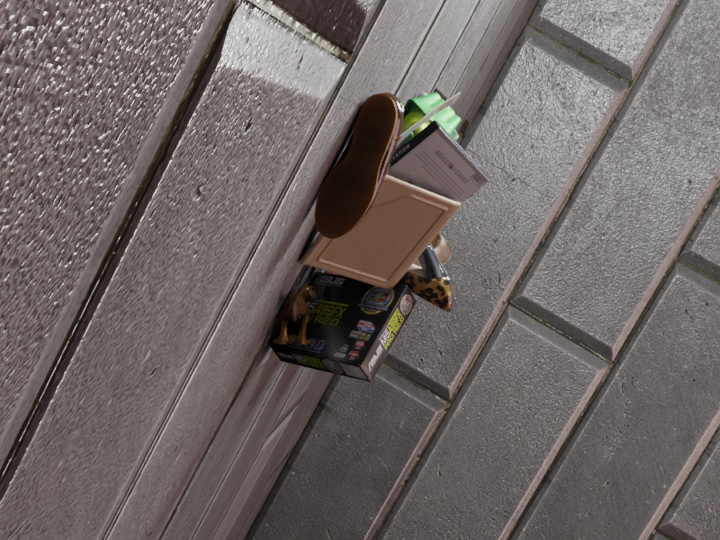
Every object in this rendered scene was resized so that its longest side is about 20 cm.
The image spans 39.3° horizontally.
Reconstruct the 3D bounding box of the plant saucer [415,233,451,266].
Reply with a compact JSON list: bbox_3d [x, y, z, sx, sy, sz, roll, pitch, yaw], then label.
[{"bbox_3d":[0.088,-0.056,2.057,0.200,0.197,0.033,-53,149,-57],"label":"plant saucer"}]

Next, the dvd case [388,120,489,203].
[{"bbox_3d":[0.075,-0.115,1.492,0.199,0.150,0.025,-38,-135,15],"label":"dvd case"}]

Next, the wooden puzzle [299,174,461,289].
[{"bbox_3d":[0.028,-0.060,1.488,0.198,0.037,0.186,13,127,-40],"label":"wooden puzzle"}]

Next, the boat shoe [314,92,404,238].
[{"bbox_3d":[0.005,-0.135,1.317,0.202,0.070,0.070,-62,171,13],"label":"boat shoe"}]

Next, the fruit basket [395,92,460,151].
[{"bbox_3d":[0.062,-0.176,1.555,0.200,0.094,0.185,-46,177,-33],"label":"fruit basket"}]

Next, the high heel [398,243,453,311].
[{"bbox_3d":[0.057,0.026,1.635,0.199,0.144,0.071,-26,-179,40],"label":"high heel"}]

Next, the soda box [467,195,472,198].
[{"bbox_3d":[0.076,-0.105,1.587,0.198,0.064,0.070,-27,172,6],"label":"soda box"}]

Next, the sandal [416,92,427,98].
[{"bbox_3d":[0.124,-0.252,1.794,0.203,0.049,0.084,90,-9,-69],"label":"sandal"}]

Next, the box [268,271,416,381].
[{"bbox_3d":[-0.030,0.085,1.613,0.161,0.198,0.044,-58,135,-26],"label":"box"}]

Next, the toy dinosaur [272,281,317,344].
[{"bbox_3d":[-0.102,0.060,1.542,0.200,0.059,0.108,-69,164,-85],"label":"toy dinosaur"}]

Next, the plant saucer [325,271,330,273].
[{"bbox_3d":[-0.034,0.013,1.918,0.202,0.050,0.201,-59,175,-9],"label":"plant saucer"}]
